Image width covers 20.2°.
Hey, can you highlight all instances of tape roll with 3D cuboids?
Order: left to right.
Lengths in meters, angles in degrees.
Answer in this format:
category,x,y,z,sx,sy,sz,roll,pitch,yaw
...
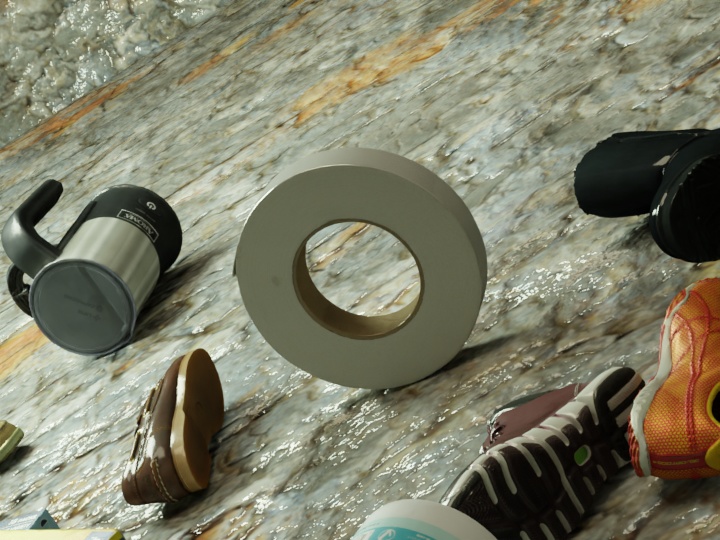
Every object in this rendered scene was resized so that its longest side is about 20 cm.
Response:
category,x,y,z,sx,sy,sz,roll,pitch,yaw
tape roll,0.000,0.000,1.602,0.202,0.203,0.037,-23,20,23

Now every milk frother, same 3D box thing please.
category,x,y,z,sx,sy,sz,roll,pitch,yaw
milk frother,-0.312,0.021,2.200,0.188,0.180,0.201,-66,-5,-61

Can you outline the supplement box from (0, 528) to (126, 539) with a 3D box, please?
category,x,y,z,sx,sy,sz,roll,pitch,yaw
supplement box,-0.234,0.259,1.439,0.200,0.109,0.110,-10,27,49

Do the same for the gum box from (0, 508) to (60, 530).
category,x,y,z,sx,sy,sz,roll,pitch,yaw
gum box,-0.354,0.288,1.661,0.169,0.045,0.200,-19,21,33

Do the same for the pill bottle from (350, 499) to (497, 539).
category,x,y,z,sx,sy,sz,roll,pitch,yaw
pill bottle,0.005,0.229,1.135,0.111,0.111,0.200,-14,25,41

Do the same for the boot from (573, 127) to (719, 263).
category,x,y,z,sx,sy,sz,roll,pitch,yaw
boot,0.234,-0.060,1.580,0.168,0.077,0.200,-7,22,44

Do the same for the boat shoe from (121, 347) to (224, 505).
category,x,y,z,sx,sy,sz,roll,pitch,yaw
boat shoe,-0.163,0.132,1.722,0.070,0.071,0.200,-22,20,14

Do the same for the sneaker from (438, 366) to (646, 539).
category,x,y,z,sx,sy,sz,roll,pitch,yaw
sneaker,0.098,0.135,1.318,0.200,0.076,0.115,-31,10,-35

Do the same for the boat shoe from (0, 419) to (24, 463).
category,x,y,z,sx,sy,sz,roll,pitch,yaw
boat shoe,-0.424,0.184,2.014,0.200,0.063,0.073,-20,21,32

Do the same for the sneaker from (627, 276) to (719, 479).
category,x,y,z,sx,sy,sz,roll,pitch,yaw
sneaker,0.225,0.073,1.297,0.077,0.073,0.200,1,33,19
